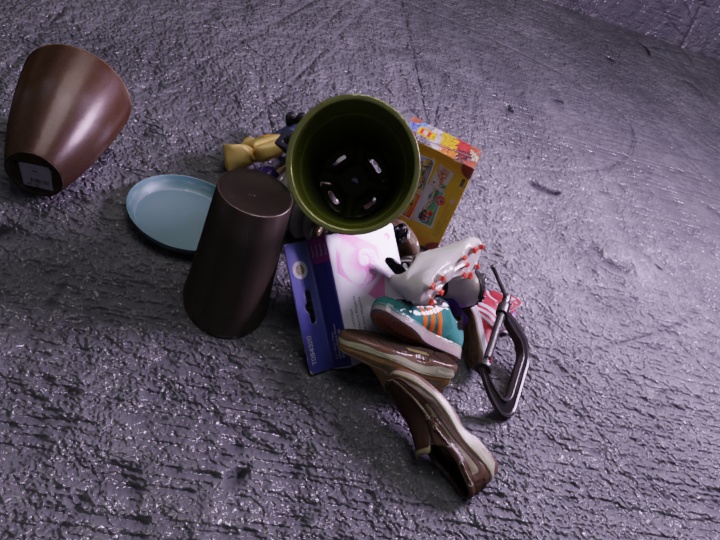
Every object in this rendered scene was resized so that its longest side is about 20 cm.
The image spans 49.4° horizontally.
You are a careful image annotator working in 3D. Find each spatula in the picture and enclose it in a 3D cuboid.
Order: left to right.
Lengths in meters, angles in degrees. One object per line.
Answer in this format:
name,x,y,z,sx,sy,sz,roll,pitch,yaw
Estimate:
spatula,0.104,0.035,1.250,0.199,0.056,0.021,38,57,-35

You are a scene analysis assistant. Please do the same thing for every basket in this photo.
basket,-0.178,-0.036,1.159,0.133,0.202,0.182,15,36,-10

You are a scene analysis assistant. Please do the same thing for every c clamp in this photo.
c clamp,0.221,0.122,1.244,0.172,0.027,0.202,53,42,-31

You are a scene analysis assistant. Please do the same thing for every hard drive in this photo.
hard drive,-0.052,-0.194,1.417,0.197,0.043,0.135,26,2,5

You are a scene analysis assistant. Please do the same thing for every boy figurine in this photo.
boy figurine,-0.190,-0.245,1.508,0.198,0.066,0.123,-31,30,-35

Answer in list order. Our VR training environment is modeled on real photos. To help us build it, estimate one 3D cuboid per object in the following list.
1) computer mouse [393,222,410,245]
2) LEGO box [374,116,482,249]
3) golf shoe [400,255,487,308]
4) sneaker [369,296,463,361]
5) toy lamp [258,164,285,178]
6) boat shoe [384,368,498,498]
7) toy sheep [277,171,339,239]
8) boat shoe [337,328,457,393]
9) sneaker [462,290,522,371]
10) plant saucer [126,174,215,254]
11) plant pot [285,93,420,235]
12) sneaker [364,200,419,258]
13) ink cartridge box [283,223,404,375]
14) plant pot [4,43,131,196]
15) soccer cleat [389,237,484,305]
computer mouse,0.000,0.000,1.306,0.053,0.137,0.200,59,41,-15
LEGO box,0.119,-0.158,1.474,0.147,0.202,0.077,27,36,4
golf shoe,0.116,0.023,1.305,0.197,0.080,0.093,9,9,43
sneaker,0.090,0.072,1.207,0.199,0.070,0.082,32,62,-40
toy lamp,-0.146,-0.189,1.490,0.058,0.059,0.200,30,34,10
boat shoe,0.100,0.227,1.083,0.202,0.075,0.075,44,55,12
toy sheep,-0.095,-0.116,1.369,0.197,0.140,0.138,28,36,7
boat shoe,0.049,0.146,1.160,0.196,0.077,0.072,19,12,-19
sneaker,0.226,0.098,1.326,0.110,0.072,0.202,11,36,-11
plant saucer,-0.293,-0.090,1.310,0.196,0.028,0.202,16,37,-12
plant pot,-0.012,-0.150,1.219,0.196,0.204,0.190,23,-2,0
sneaker,0.023,-0.072,1.439,0.075,0.072,0.200,-23,49,-32
ink cartridge box,-0.010,0.039,1.197,0.197,0.043,0.201,-13,91,-41
plant pot,-0.490,-0.224,1.264,0.183,0.188,0.203,16,51,-10
soccer cleat,0.123,-0.010,1.206,0.077,0.071,0.199,25,35,28
